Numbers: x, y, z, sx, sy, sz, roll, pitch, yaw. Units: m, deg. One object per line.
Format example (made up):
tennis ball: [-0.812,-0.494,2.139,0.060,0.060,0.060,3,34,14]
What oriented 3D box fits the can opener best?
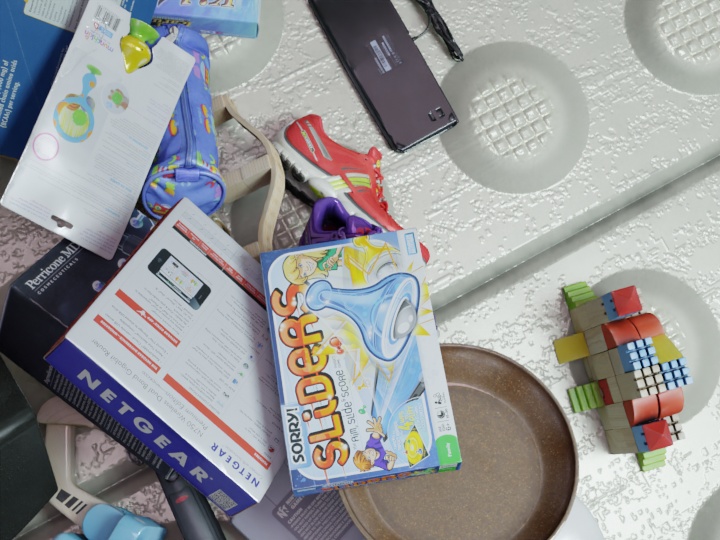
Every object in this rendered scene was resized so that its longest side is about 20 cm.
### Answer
can opener: [-0.156,0.206,1.026,0.078,0.063,0.201,-26,70,8]

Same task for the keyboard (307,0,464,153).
keyboard: [0.042,-0.233,1.172,0.127,0.021,0.201,-28,85,-6]

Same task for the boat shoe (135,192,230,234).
boat shoe: [-0.158,-0.031,1.081,0.200,0.071,0.065,35,77,1]

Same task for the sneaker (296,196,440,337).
sneaker: [0.000,0.000,1.005,0.080,0.084,0.200,-11,37,-32]

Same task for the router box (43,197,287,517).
router box: [-0.126,0.067,0.923,0.200,0.049,0.180,43,48,-11]

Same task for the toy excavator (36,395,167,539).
toy excavator: [-0.242,0.236,1.016,0.199,0.100,0.195,27,81,12]

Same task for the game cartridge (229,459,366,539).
game cartridge: [-0.023,0.198,1.075,0.133,0.042,0.200,42,77,6]

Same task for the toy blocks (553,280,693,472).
toy blocks: [0.265,0.096,1.079,0.099,0.137,0.201,-14,82,-10]

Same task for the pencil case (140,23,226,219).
pencil case: [-0.174,-0.146,1.064,0.078,0.087,0.201,-3,60,-13]

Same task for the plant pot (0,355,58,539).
plant pot: [-0.371,0.148,0.944,0.177,0.200,0.200,-28,58,-24]

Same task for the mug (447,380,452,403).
mug: [0.041,0.126,1.021,0.152,0.114,0.185,44,77,2]

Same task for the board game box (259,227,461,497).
board game box: [-0.003,0.072,0.910,0.135,0.034,0.201,-10,69,-2]

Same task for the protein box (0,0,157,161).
protein box: [-0.315,-0.206,0.987,0.135,0.200,0.199,22,96,40]

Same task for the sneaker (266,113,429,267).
sneaker: [0.001,-0.080,1.111,0.200,0.077,0.085,43,72,1]

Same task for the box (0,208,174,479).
box: [-0.197,0.057,1.010,0.200,0.107,0.149,36,48,3]

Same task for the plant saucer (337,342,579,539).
plant saucer: [0.077,0.157,0.921,0.199,0.037,0.201,1,61,-2]

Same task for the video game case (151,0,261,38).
video game case: [-0.197,-0.338,1.147,0.199,0.045,0.182,4,80,-7]

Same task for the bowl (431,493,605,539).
bowl: [0.097,0.237,0.997,0.199,0.200,0.075,-21,85,-12]

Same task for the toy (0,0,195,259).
toy: [-0.231,-0.125,0.974,0.115,0.047,0.201,31,76,-40]

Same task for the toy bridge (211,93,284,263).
toy bridge: [-0.107,-0.088,1.076,0.067,0.027,0.201,-24,60,12]
